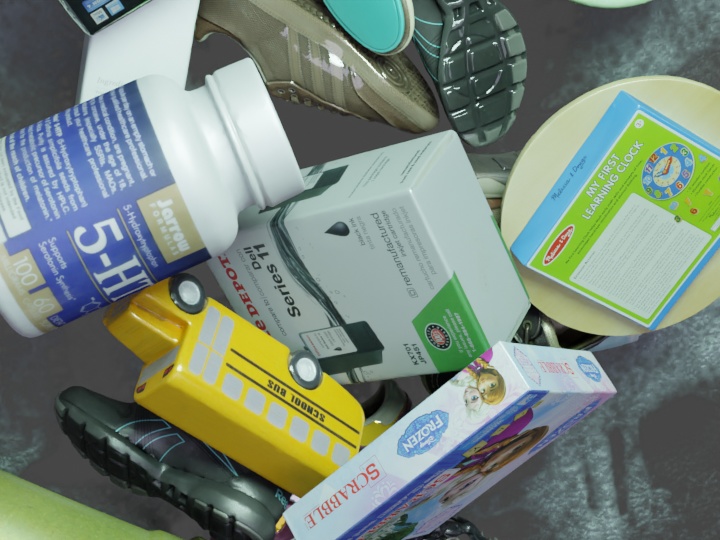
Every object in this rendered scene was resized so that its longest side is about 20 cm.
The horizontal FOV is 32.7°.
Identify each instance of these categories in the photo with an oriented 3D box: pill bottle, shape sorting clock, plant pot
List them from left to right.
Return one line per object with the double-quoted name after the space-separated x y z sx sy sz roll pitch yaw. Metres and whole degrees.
-0.241 0.247 0.926 0.183 0.201 0.202 32 99 -8 "plant pot"
-0.141 -0.051 0.766 0.197 0.120 0.121 -24 112 -3 "pill bottle"
0.196 -0.043 0.873 0.196 0.039 0.203 -4 122 -7 "shape sorting clock"

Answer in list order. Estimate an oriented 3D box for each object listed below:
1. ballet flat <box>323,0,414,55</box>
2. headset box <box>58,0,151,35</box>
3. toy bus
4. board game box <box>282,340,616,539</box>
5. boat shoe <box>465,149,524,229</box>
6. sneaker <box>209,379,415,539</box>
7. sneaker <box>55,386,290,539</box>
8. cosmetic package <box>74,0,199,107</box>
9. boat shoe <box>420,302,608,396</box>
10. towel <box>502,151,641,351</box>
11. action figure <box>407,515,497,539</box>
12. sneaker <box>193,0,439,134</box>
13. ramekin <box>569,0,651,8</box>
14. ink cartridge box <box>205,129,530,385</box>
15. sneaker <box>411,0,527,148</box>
-0.021 -0.245 0.859 0.069 0.070 0.201 -37 103 2 "ballet flat"
-0.151 -0.282 0.759 0.173 0.201 0.093 -32 157 -1 "headset box"
-0.091 0.081 0.872 0.199 0.079 0.065 35 139 -25 "toy bus"
0.071 0.128 0.881 0.199 0.199 0.041 -41 69 19 "board game box"
0.127 -0.049 0.920 0.196 0.076 0.073 -1 111 -5 "boat shoe"
-0.043 0.157 0.994 0.198 0.075 0.091 -28 110 -11 "sneaker"
-0.141 0.137 0.943 0.198 0.076 0.080 28 59 7 "sneaker"
-0.164 -0.110 0.859 0.073 0.102 0.203 9 107 -16 "cosmetic package"
0.137 0.043 0.947 0.198 0.065 0.074 -33 112 0 "boat shoe"
0.135 -0.011 0.991 0.197 0.048 0.174 -10 107 -10 "towel"
0.092 0.270 1.045 0.197 0.102 0.120 15 116 -19 "action figure"
-0.032 -0.154 0.904 0.199 0.071 0.075 35 122 -22 "sneaker"
0.163 -0.292 0.867 0.197 0.098 0.204 -5 107 -16 "ramekin"
0.000 0.000 0.883 0.198 0.083 0.148 -11 118 37 "ink cartridge box"
0.067 -0.190 0.898 0.074 0.079 0.203 -22 112 -16 "sneaker"
